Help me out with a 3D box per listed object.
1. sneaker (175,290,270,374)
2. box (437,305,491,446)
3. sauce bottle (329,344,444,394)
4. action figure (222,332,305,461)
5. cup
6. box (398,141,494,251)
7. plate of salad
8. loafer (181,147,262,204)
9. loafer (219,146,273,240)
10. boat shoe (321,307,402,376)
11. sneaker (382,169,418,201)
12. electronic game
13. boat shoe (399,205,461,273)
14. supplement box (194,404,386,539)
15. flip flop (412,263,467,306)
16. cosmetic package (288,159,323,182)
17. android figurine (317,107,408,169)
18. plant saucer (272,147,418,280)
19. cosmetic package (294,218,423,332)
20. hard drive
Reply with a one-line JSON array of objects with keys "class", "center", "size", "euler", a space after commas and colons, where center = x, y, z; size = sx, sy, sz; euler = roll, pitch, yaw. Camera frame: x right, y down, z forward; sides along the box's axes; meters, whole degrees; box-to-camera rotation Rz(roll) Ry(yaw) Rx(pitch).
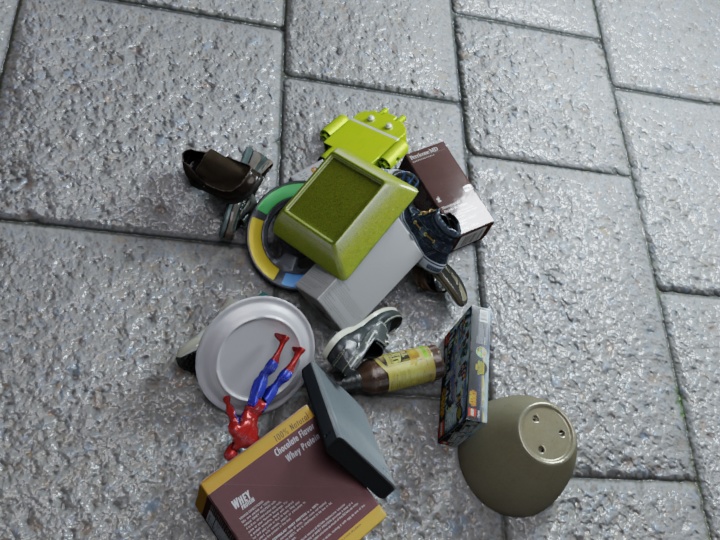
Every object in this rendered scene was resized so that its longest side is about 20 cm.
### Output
[{"class": "sneaker", "center": [-0.222, 0.097, 1.298], "size": [0.198, 0.071, 0.094], "euler": [-26, 49, -20]}, {"class": "box", "center": [0.175, 0.179, 1.316], "size": [0.039, 0.137, 0.203], "euler": [12, 59, -9]}, {"class": "sauce bottle", "center": [0.045, 0.174, 1.323], "size": [0.197, 0.065, 0.066], "euler": [-11, 66, -19]}, {"class": "action figure", "center": [-0.169, 0.198, 1.207], "size": [0.065, 0.098, 0.202], "euler": [40, 65, -30]}, {"class": "cup", "center": [0.278, 0.288, 1.284], "size": [0.197, 0.144, 0.203], "euler": [7, 60, -12]}, {"class": "box", "center": [0.165, -0.144, 1.523], "size": [0.099, 0.075, 0.202], "euler": [-22, 69, -25]}, {"class": "plate of salad", "center": [-0.168, 0.135, 1.245], "size": [0.197, 0.048, 0.204], "euler": [-8, 109, -24]}, {"class": "loafer", "center": [-0.253, -0.170, 1.361], "size": [0.198, 0.072, 0.074], "euler": [15, 64, 40]}, {"class": "loafer", "center": [-0.205, -0.139, 1.419], "size": [0.062, 0.072, 0.203], "euler": [18, 57, -12]}, {"class": "boat shoe", "center": [0.016, 0.121, 1.315], "size": [0.067, 0.072, 0.199], "euler": [37, 34, 19]}, {"class": "sneaker", "center": [0.030, -0.161, 1.446], "size": [0.198, 0.077, 0.077], "euler": [1, 21, -43]}, {"class": "electronic game", "center": [-0.107, -0.062, 1.386], "size": [0.196, 0.042, 0.204], "euler": [0, 78, 1]}, {"class": "boat shoe", "center": [0.130, -0.084, 1.427], "size": [0.070, 0.092, 0.201], "euler": [20, 26, -25]}, {"class": "supplement box", "center": [-0.107, 0.351, 1.146], "size": [0.196, 0.133, 0.201], "euler": [-32, 75, -28]}, {"class": "flip flop", "center": [0.117, 0.000, 1.440], "size": [0.199, 0.058, 0.081], "euler": [39, 19, 9]}, {"class": "cosmetic package", "center": [-0.047, -0.107, 1.455], "size": [0.082, 0.051, 0.201], "euler": [-31, 75, -28]}, {"class": "android figurine", "center": [0.012, -0.255, 1.531], "size": [0.181, 0.041, 0.200], "euler": [30, 59, 29]}, {"class": "plant saucer", "center": [-0.038, -0.112, 1.311], "size": [0.199, 0.048, 0.200], "euler": [33, 79, 36]}, {"class": "cosmetic package", "center": [0.000, 0.000, 1.336], "size": [0.200, 0.108, 0.084], "euler": [-45, 36, -14]}, {"class": "hard drive", "center": [-0.023, 0.238, 1.187], "size": [0.033, 0.200, 0.140], "euler": [-40, 119, 5]}]
